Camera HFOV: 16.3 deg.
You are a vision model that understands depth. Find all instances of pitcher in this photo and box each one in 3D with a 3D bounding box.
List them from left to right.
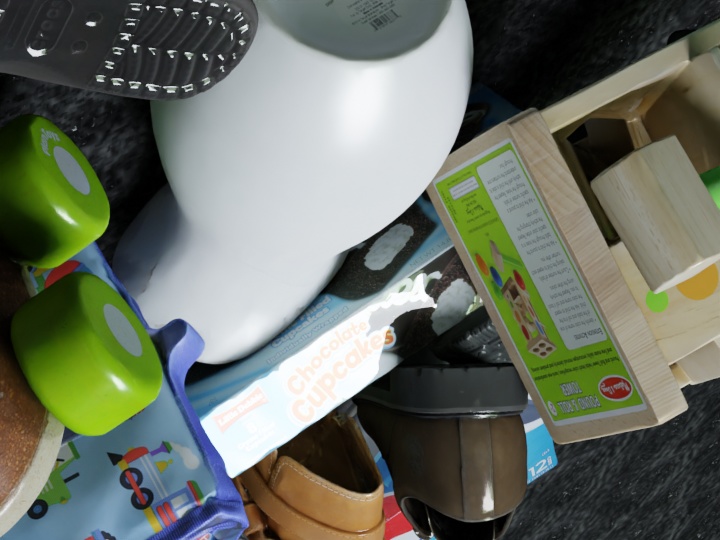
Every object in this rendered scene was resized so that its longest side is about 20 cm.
[{"bbox_3d":[-0.011,-0.070,1.002,0.171,0.121,0.200,-40,167,-31],"label":"pitcher"}]

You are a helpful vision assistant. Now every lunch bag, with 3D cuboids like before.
[{"bbox_3d":[-0.142,0.086,1.006,0.200,0.151,0.094,-35,151,7],"label":"lunch bag"}]

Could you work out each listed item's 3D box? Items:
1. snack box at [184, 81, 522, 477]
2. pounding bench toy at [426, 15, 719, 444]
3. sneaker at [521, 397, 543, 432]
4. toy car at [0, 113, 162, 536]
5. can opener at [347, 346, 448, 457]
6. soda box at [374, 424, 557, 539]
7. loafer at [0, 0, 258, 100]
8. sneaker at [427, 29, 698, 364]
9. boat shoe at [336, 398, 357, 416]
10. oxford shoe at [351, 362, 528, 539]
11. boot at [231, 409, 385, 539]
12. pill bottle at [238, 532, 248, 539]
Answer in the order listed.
[{"bbox_3d":[0.000,0.000,1.096,0.200,0.116,0.037,-35,118,-7],"label":"snack box"},{"bbox_3d":[0.140,-0.030,0.955,0.155,0.125,0.200,-27,180,-15],"label":"pounding bench toy"},{"bbox_3d":[0.134,0.013,1.263,0.200,0.070,0.109,-31,169,-30],"label":"sneaker"},{"bbox_3d":[-0.198,0.004,0.869,0.164,0.158,0.200,-34,141,14],"label":"toy car"},{"bbox_3d":[0.039,0.023,1.234,0.200,0.053,0.066,-50,149,21],"label":"can opener"},{"bbox_3d":[0.002,0.118,1.310,0.199,0.068,0.064,-33,151,-8],"label":"soda box"},{"bbox_3d":[-0.131,-0.109,0.851,0.199,0.071,0.073,14,130,-35],"label":"loafer"},{"bbox_3d":[0.107,-0.029,1.146,0.200,0.091,0.076,-37,148,15],"label":"sneaker"},{"bbox_3d":[-0.035,0.070,1.213,0.067,0.057,0.200,0,133,-48],"label":"boat shoe"},{"bbox_3d":[0.034,0.083,1.122,0.072,0.085,0.200,-3,178,-2],"label":"oxford shoe"},{"bbox_3d":[-0.007,0.144,1.143,0.074,0.200,0.155,-39,160,-40],"label":"boot"},{"bbox_3d":[-0.101,0.145,1.101,0.119,0.200,0.120,-27,149,-18],"label":"pill bottle"}]
